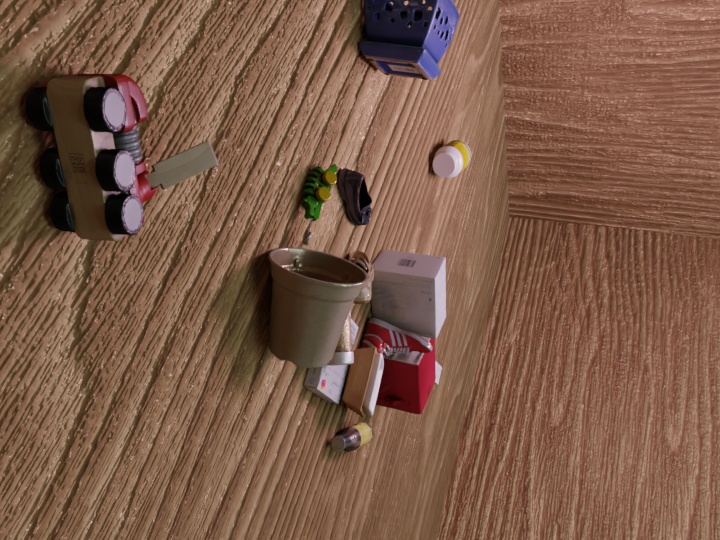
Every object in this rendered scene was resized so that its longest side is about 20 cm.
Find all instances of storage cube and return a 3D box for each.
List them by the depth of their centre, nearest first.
[{"bbox_3d":[0.125,0.290,1.856,0.201,0.167,0.184,-52,143,-52],"label":"storage cube"}]

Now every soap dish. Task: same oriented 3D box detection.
[{"bbox_3d":[0.008,0.294,1.622,0.201,0.079,0.161,82,22,-71],"label":"soap dish"}]

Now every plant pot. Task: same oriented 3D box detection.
[{"bbox_3d":[-0.100,0.076,1.204,0.200,0.196,0.188,-23,130,-66],"label":"plant pot"},{"bbox_3d":[0.113,-0.579,1.505,0.199,0.195,0.185,3,100,-69],"label":"plant pot"}]

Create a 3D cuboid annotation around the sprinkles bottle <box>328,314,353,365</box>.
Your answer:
[{"bbox_3d":[-0.054,0.112,1.411,0.068,0.067,0.206,16,69,-69],"label":"sprinkles bottle"}]

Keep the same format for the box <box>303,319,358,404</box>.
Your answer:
[{"bbox_3d":[-0.067,0.204,1.501,0.156,0.040,0.205,54,47,-60],"label":"box"}]

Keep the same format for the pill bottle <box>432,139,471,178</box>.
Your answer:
[{"bbox_3d":[0.325,-0.398,2.227,0.200,0.110,0.115,-42,135,-60],"label":"pill bottle"}]

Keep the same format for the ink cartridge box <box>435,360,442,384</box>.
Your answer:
[{"bbox_3d":[0.221,0.355,2.205,0.200,0.112,0.070,47,55,-63],"label":"ink cartridge box"}]

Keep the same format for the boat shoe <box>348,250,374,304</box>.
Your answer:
[{"bbox_3d":[0.000,0.000,1.493,0.202,0.069,0.066,-98,-175,-58],"label":"boat shoe"}]

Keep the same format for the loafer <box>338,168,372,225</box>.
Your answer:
[{"bbox_3d":[0.000,-0.171,1.516,0.201,0.061,0.073,63,40,-56],"label":"loafer"}]

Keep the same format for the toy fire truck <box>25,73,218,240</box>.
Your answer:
[{"bbox_3d":[-0.273,-0.150,0.754,0.201,0.125,0.181,-65,155,-64],"label":"toy fire truck"}]

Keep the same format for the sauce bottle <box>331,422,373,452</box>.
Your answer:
[{"bbox_3d":[-0.023,0.451,1.669,0.199,0.063,0.067,21,77,-70],"label":"sauce bottle"}]

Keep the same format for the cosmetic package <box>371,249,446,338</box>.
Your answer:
[{"bbox_3d":[0.138,0.067,1.773,0.123,0.194,0.204,-54,145,-51],"label":"cosmetic package"}]

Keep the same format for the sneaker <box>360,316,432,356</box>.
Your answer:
[{"bbox_3d":[0.096,0.218,1.732,0.072,0.196,0.114,83,31,-65],"label":"sneaker"}]

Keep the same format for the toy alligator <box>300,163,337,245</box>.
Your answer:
[{"bbox_3d":[-0.100,-0.150,1.286,0.054,0.059,0.204,30,62,-21],"label":"toy alligator"}]
